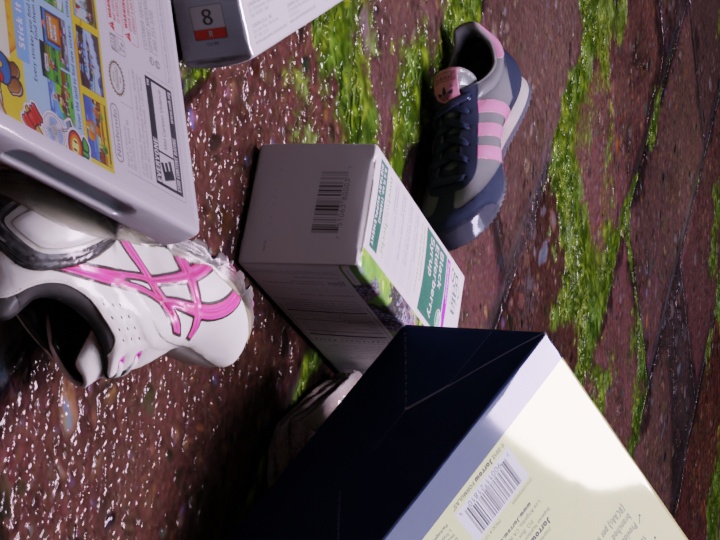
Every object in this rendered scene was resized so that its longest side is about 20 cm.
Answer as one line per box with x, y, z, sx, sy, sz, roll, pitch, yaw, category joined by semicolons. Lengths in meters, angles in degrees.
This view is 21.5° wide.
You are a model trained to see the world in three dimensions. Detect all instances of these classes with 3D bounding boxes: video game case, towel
-0.131;-0.128;0.792;0.182;0.023;0.202;30;47;-61;video game case
-0.017;0.174;1.211;0.132;0.034;0.202;-38;127;-65;towel

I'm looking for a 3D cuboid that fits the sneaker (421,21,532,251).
0.073;-0.103;1.427;0.082;0.070;0.201;54;35;-33;sneaker

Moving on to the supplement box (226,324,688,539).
0.061;0.172;1.091;0.200;0.134;0.200;-48;116;-25;supplement box

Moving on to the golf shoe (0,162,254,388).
-0.118;0.014;0.875;0.200;0.072;0.093;39;59;-55;golf shoe

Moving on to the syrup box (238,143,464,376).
0.000;0.000;1.181;0.200;0.081;0.080;51;45;-59;syrup box

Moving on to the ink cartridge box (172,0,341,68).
-0.069;-0.228;1.047;0.162;0.050;0.202;-45;125;-62;ink cartridge box
